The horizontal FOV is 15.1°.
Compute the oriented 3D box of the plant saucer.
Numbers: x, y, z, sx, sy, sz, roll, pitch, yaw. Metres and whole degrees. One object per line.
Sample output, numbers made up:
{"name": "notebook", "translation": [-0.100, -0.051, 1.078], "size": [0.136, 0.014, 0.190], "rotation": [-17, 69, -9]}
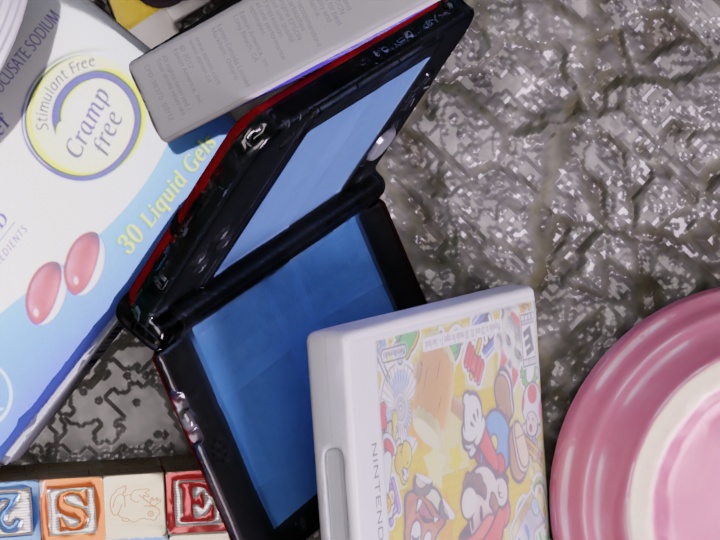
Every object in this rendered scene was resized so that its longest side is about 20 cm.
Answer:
{"name": "plant saucer", "translation": [0.190, 0.108, 1.273], "size": [0.199, 0.051, 0.202], "rotation": [-1, 94, -10]}

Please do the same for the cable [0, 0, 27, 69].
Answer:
{"name": "cable", "translation": [-0.228, -0.124, 1.091], "size": [0.200, 0.069, 0.200], "rotation": [-47, 64, 3]}

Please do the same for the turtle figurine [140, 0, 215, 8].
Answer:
{"name": "turtle figurine", "translation": [-0.068, -0.163, 1.128], "size": [0.149, 0.200, 0.101], "rotation": [-20, 87, -4]}

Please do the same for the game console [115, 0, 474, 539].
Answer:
{"name": "game console", "translation": [0.000, 0.000, 1.162], "size": [0.119, 0.200, 0.173], "rotation": [41, 124, 9]}

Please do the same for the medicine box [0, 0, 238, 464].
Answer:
{"name": "medicine box", "translation": [-0.174, -0.047, 1.179], "size": [0.200, 0.103, 0.183], "rotation": [38, 89, 0]}

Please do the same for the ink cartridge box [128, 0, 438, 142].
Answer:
{"name": "ink cartridge box", "translation": [0.031, -0.133, 1.106], "size": [0.199, 0.198, 0.044], "rotation": [-22, 99, 35]}

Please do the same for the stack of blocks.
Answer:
{"name": "stack of blocks", "translation": [-0.157, 0.148, 1.228], "size": [0.198, 0.059, 0.116], "rotation": [-3, 94, -8]}

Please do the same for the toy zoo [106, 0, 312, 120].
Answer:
{"name": "toy zoo", "translation": [-0.042, -0.152, 1.246], "size": [0.199, 0.020, 0.132], "rotation": [-32, 97, -5]}

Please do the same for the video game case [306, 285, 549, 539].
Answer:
{"name": "video game case", "translation": [0.036, 0.107, 1.194], "size": [0.023, 0.200, 0.184], "rotation": [-2, 94, 26]}
